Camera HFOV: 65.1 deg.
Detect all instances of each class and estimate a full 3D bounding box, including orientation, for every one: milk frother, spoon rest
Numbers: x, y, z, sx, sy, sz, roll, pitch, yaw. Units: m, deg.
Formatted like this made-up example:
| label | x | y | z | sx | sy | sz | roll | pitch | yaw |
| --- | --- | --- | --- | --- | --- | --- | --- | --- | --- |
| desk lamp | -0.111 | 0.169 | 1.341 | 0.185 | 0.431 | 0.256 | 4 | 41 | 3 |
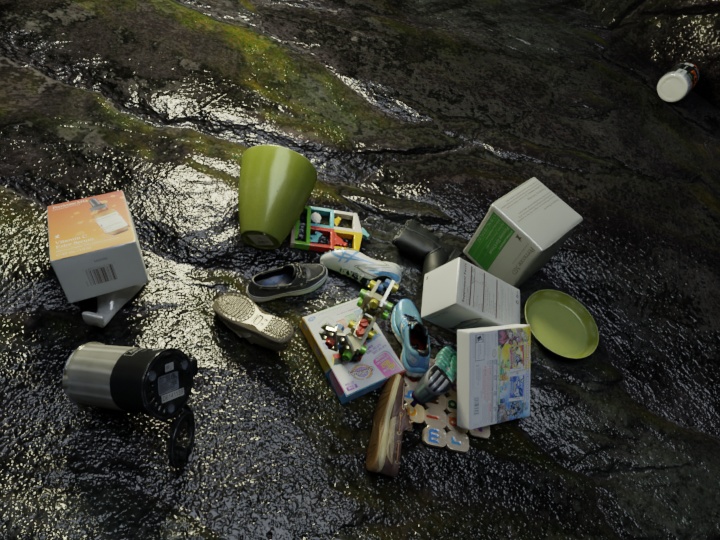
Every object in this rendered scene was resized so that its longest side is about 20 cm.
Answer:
| label | x | y | z | sx | sy | sz | roll | pitch | yaw |
| --- | --- | --- | --- | --- | --- | --- | --- | --- | --- |
| milk frother | -0.389 | 0.233 | 0.990 | 0.188 | 0.180 | 0.201 | 0 | 78 | 25 |
| spoon rest | -0.506 | 0.044 | 1.147 | 0.099 | 0.061 | 0.200 | 15 | 37 | -8 |

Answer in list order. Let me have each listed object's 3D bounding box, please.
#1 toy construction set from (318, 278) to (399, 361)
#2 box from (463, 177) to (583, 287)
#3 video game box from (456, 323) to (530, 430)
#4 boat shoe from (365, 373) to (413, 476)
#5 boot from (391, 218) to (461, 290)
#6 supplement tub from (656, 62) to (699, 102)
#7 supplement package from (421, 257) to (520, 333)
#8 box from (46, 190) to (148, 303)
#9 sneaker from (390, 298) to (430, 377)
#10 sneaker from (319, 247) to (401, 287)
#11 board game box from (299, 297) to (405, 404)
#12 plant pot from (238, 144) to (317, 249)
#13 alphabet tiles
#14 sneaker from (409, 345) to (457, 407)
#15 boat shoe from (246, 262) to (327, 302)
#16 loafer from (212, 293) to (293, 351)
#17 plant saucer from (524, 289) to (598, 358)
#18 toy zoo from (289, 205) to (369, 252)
| label | x | y | z | sx | sy | sz | roll | pitch | yaw |
| --- | --- | --- | --- | --- | --- | --- | --- | --- | --- |
| toy construction set | 0.000 | 0.109 | 1.152 | 0.092 | 0.131 | 0.200 | 39 | 52 | 14 |
| box | 0.412 | -0.088 | 1.450 | 0.200 | 0.199 | 0.171 | -32 | 69 | -33 |
| video game box | 0.281 | 0.217 | 1.181 | 0.182 | 0.047 | 0.201 | 0 | 92 | -31 |
| boat shoe | 0.068 | 0.306 | 1.119 | 0.072 | 0.072 | 0.200 | 22 | 56 | -12 |
| boot | 0.151 | -0.039 | 1.409 | 0.162 | 0.073 | 0.198 | 35 | 44 | 7 |
| supplement tub | 1.321 | -0.784 | 2.338 | 0.122 | 0.123 | 0.200 | 41 | 53 | 15 |
| supplement package | 0.251 | 0.075 | 1.275 | 0.200 | 0.117 | 0.118 | 25 | 58 | -26 |
| box | -0.526 | -0.053 | 1.127 | 0.152 | 0.107 | 0.200 | -17 | 43 | -19 |
| sneaker | 0.123 | 0.134 | 1.248 | 0.078 | 0.090 | 0.200 | 3 | 43 | -15 |
| sneaker | 0.000 | 0.000 | 1.332 | 0.199 | 0.072 | 0.073 | 14 | 58 | -4 |
| board game box | -0.019 | 0.167 | 1.214 | 0.153 | 0.040 | 0.200 | -17 | 61 | -29 |
| plant pot | -0.211 | -0.157 | 1.329 | 0.187 | 0.187 | 0.200 | 13 | 65 | -8 |
| alphabet tiles | 0.183 | 0.285 | 1.206 | 0.195 | 0.015 | 0.200 | 14 | 51 | -8 |
| sneaker | 0.165 | 0.223 | 1.202 | 0.074 | 0.088 | 0.200 | 51 | 30 | 13 |
| boat shoe | -0.159 | 0.013 | 1.269 | 0.200 | 0.066 | 0.070 | -13 | 59 | -26 |
| loafer | -0.226 | 0.114 | 1.172 | 0.200 | 0.068 | 0.076 | 27 | 46 | 24 |
| plant saucer | 0.498 | 0.138 | 1.414 | 0.199 | 0.031 | 0.200 | 9 | 52 | -11 |
| toy zoo | -0.075 | -0.099 | 1.413 | 0.199 | 0.020 | 0.131 | 8 | 52 | -12 |
